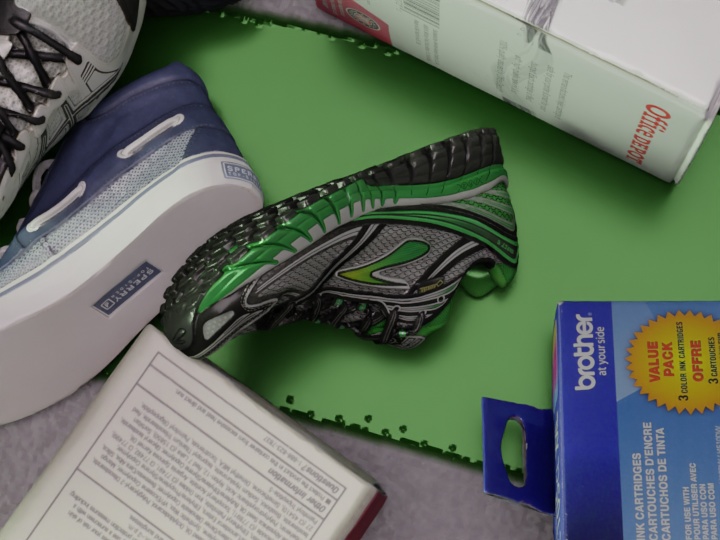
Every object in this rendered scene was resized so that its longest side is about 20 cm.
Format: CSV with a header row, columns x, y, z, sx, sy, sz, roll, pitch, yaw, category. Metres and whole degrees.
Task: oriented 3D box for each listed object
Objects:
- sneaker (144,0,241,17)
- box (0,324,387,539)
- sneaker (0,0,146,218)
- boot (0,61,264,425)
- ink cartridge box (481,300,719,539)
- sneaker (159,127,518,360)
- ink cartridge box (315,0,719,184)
x,y,z,sx,sy,sz,roll,pitch,yaw,category
-0.150,-0.168,0.976,0.198,0.070,0.083,4,84,2,sneaker
-0.094,0.145,0.909,0.127,0.109,0.201,35,86,7,box
-0.162,-0.067,0.918,0.075,0.088,0.200,30,116,-18,sneaker
-0.138,-0.010,0.963,0.199,0.073,0.091,-34,51,9,boot
0.154,0.087,0.894,0.198,0.077,0.137,-2,54,5,ink cartridge box
0.000,0.000,0.903,0.199,0.078,0.086,-21,92,-34,sneaker
0.078,-0.130,0.917,0.199,0.147,0.083,27,83,6,ink cartridge box
